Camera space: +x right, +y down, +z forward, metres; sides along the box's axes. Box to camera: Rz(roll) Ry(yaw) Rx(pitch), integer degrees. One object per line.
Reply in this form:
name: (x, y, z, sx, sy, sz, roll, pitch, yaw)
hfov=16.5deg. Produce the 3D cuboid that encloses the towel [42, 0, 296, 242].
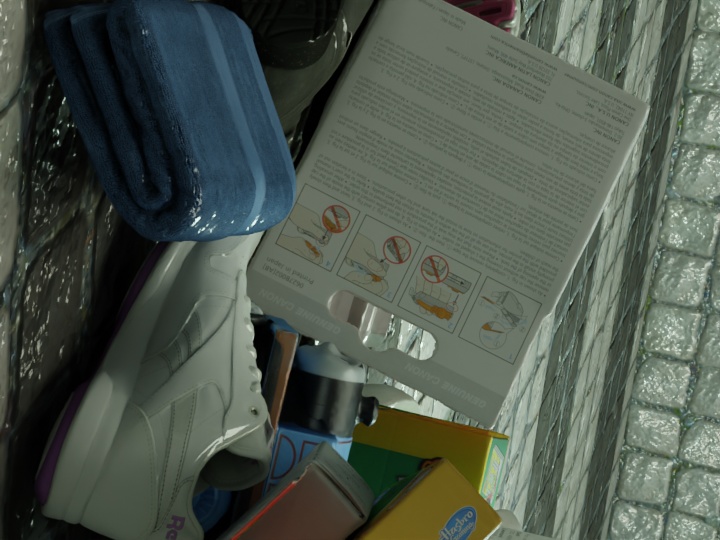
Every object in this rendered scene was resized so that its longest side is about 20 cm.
towel: (-0.079, -0.067, 1.111, 0.200, 0.048, 0.112, -14, 85, -79)

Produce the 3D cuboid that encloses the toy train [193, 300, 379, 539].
toy train: (-0.060, 0.117, 1.269, 0.087, 0.114, 0.201, -156, -101, -79)

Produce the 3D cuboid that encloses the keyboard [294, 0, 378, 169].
keyboard: (-0.004, -0.080, 1.426, 0.127, 0.021, 0.201, -20, -130, 61)

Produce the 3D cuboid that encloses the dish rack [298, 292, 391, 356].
dish rack: (0.000, 0.000, 1.501, 0.200, 0.043, 0.172, 118, -11, -70)

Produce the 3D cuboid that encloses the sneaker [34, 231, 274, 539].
sneaker: (-0.078, 0.052, 1.183, 0.075, 0.099, 0.200, 117, -2, -56)

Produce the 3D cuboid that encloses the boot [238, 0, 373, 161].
boot: (-0.034, -0.125, 1.343, 0.200, 0.068, 0.131, -61, 171, -49)

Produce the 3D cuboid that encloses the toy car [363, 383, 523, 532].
toy car: (0.016, 0.190, 1.687, 0.150, 0.175, 0.200, -36, 155, -11)

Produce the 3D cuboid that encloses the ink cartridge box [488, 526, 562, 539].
ink cartridge box: (0.020, 0.227, 1.562, 0.084, 0.199, 0.147, -46, 146, -69)

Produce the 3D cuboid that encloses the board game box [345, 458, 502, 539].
board game box: (-0.031, 0.176, 1.155, 0.200, 0.040, 0.153, -43, 179, -14)

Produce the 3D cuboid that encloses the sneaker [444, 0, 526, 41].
sneaker: (0.075, -0.094, 1.455, 0.087, 0.074, 0.200, 49, 30, -56)

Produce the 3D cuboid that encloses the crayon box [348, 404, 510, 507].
crayon box: (-0.025, 0.169, 1.375, 0.058, 0.172, 0.201, 20, 83, -77)

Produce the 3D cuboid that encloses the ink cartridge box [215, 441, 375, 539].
ink cartridge box: (-0.081, 0.165, 1.129, 0.200, 0.044, 0.174, -43, 180, 3)

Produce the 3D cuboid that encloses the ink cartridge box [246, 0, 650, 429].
ink cartridge box: (0.043, -0.036, 1.347, 0.200, 0.161, 0.050, -64, -178, -7)
